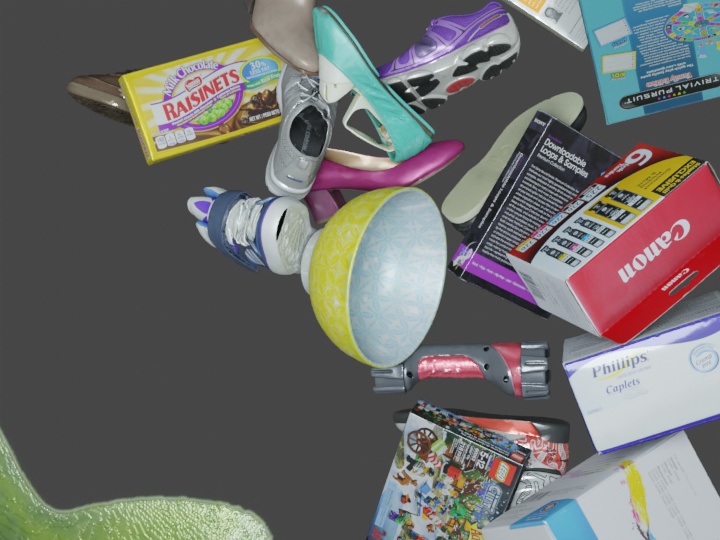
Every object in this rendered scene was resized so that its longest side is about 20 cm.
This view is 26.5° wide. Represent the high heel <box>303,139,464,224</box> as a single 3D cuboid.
[{"bbox_3d":[0.013,-0.129,1.714,0.200,0.067,0.096,-23,100,13],"label":"high heel"}]

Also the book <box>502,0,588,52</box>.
[{"bbox_3d":[0.200,-0.352,1.687,0.200,0.048,0.134,34,94,5],"label":"book"}]

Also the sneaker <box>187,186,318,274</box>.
[{"bbox_3d":[-0.132,-0.050,1.679,0.146,0.200,0.081,17,85,10],"label":"sneaker"}]

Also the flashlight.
[{"bbox_3d":[0.113,0.114,1.716,0.199,0.068,0.068,-3,107,9],"label":"flashlight"}]

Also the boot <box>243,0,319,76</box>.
[{"bbox_3d":[-0.067,-0.323,1.677,0.200,0.070,0.146,53,123,41],"label":"boot"}]

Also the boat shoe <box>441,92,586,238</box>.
[{"bbox_3d":[0.179,-0.114,1.697,0.201,0.074,0.063,-47,125,-2],"label":"boat shoe"}]

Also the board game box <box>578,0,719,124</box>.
[{"bbox_3d":[0.313,-0.257,1.609,0.151,0.200,0.047,-13,46,9],"label":"board game box"}]

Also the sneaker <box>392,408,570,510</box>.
[{"bbox_3d":[0.132,0.214,1.717,0.201,0.067,0.108,5,91,6],"label":"sneaker"}]

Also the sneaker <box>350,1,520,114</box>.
[{"bbox_3d":[0.082,-0.237,1.709,0.200,0.081,0.084,-22,60,14],"label":"sneaker"}]

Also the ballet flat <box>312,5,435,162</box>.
[{"bbox_3d":[-0.001,-0.190,1.637,0.070,0.067,0.200,-44,115,-3],"label":"ballet flat"}]

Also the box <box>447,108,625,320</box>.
[{"bbox_3d":[0.199,-0.059,1.667,0.143,0.036,0.200,25,99,-35],"label":"box"}]

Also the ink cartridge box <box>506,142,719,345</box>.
[{"bbox_3d":[0.283,-0.031,1.591,0.200,0.176,0.084,-39,114,-10],"label":"ink cartridge box"}]

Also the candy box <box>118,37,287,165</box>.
[{"bbox_3d":[-0.161,-0.195,1.713,0.200,0.026,0.102,-20,88,-23],"label":"candy box"}]

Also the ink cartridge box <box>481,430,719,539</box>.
[{"bbox_3d":[0.266,0.282,1.617,0.200,0.147,0.146,-29,89,-25],"label":"ink cartridge box"}]

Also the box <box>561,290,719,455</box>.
[{"bbox_3d":[0.316,0.104,1.613,0.184,0.200,0.105,-19,91,10],"label":"box"}]

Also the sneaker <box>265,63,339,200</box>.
[{"bbox_3d":[-0.050,-0.176,1.686,0.075,0.082,0.200,16,61,-18],"label":"sneaker"}]

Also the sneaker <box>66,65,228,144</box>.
[{"bbox_3d":[-0.235,-0.204,1.763,0.200,0.070,0.076,16,79,3],"label":"sneaker"}]

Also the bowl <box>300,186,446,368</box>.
[{"bbox_3d":[0.000,0.000,1.681,0.107,0.200,0.201,11,95,33],"label":"bowl"}]

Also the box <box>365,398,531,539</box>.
[{"bbox_3d":[0.094,0.257,1.698,0.136,0.038,0.200,24,119,13],"label":"box"}]
